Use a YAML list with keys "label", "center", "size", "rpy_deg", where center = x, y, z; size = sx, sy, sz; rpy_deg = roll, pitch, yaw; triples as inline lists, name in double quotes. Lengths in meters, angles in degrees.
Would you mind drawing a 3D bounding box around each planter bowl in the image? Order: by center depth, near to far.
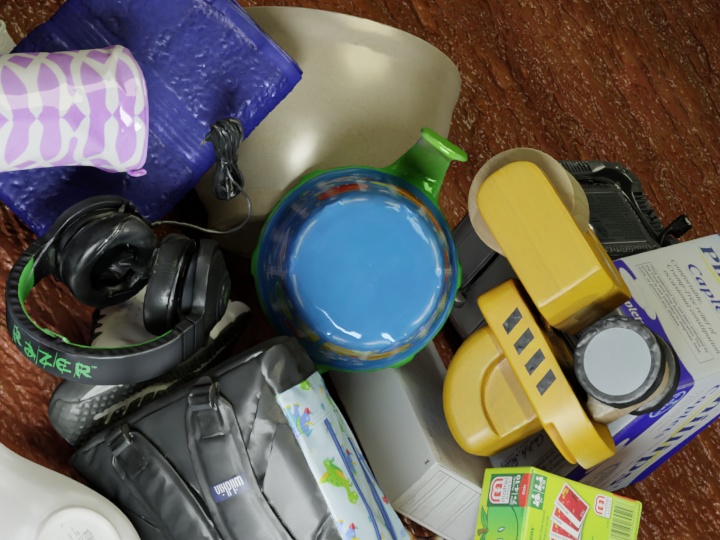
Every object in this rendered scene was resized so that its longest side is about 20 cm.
- label: "planter bowl"
  center: [-0.037, -0.079, 1.897]
  size: [0.200, 0.200, 0.135]
  rpy_deg: [20, 68, -35]

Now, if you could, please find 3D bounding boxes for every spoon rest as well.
- label: "spoon rest"
  center: [-0.195, 0.129, 1.607]
  size: [0.099, 0.061, 0.201]
  rpy_deg: [-29, 88, -33]

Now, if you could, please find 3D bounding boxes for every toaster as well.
- label: "toaster"
  center: [0.144, -0.005, 2.056]
  size: [0.200, 0.129, 0.114]
  rpy_deg: [-5, 58, -50]

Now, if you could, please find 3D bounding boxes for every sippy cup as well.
- label: "sippy cup"
  center: [0.000, 0.000, 1.757]
  size: [0.130, 0.139, 0.179]
  rpy_deg: [-155, -117, -87]

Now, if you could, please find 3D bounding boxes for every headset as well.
- label: "headset"
  center: [-0.131, -0.012, 1.692]
  size: [0.123, 0.094, 0.200]
  rpy_deg: [24, 44, 22]

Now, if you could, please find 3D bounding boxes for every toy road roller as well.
- label: "toy road roller"
  center: [0.107, 0.035, 1.798]
  size: [0.201, 0.146, 0.123]
  rpy_deg: [62, 8, 11]

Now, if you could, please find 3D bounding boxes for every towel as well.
- label: "towel"
  center: [-0.155, -0.108, 1.791]
  size: [0.148, 0.200, 0.050]
  rpy_deg: [45, -4, -2]

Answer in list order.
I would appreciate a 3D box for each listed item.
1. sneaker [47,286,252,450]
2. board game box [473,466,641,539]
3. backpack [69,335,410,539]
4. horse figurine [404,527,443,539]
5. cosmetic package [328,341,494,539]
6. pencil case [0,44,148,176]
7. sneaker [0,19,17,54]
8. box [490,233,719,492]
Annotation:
- label: "sneaker"
  center: [-0.148, 0.052, 1.741]
  size: [0.080, 0.074, 0.200]
  rpy_deg: [37, 28, 9]
- label: "board game box"
  center: [0.115, 0.235, 1.777]
  size: [0.101, 0.048, 0.201]
  rpy_deg: [19, 74, -36]
- label: "backpack"
  center: [-0.051, 0.159, 1.660]
  size: [0.201, 0.163, 0.154]
  rpy_deg: [62, 21, 9]
- label: "horse figurine"
  center: [-0.019, 0.149, 1.795]
  size: [0.200, 0.050, 0.132]
  rpy_deg: [51, 26, 8]
- label: "cosmetic package"
  center: [0.027, 0.090, 1.859]
  size: [0.082, 0.051, 0.200]
  rpy_deg: [35, 20, -40]
- label: "pencil case"
  center: [-0.228, -0.089, 1.698]
  size: [0.199, 0.086, 0.084]
  rpy_deg: [-7, 16, -20]
- label: "sneaker"
  center: [-0.274, -0.167, 1.793]
  size: [0.200, 0.080, 0.077]
  rpy_deg: [39, 33, -17]
- label: "box"
  center: [0.184, 0.078, 1.973]
  size: [0.200, 0.184, 0.105]
  rpy_deg: [-14, 65, -53]
